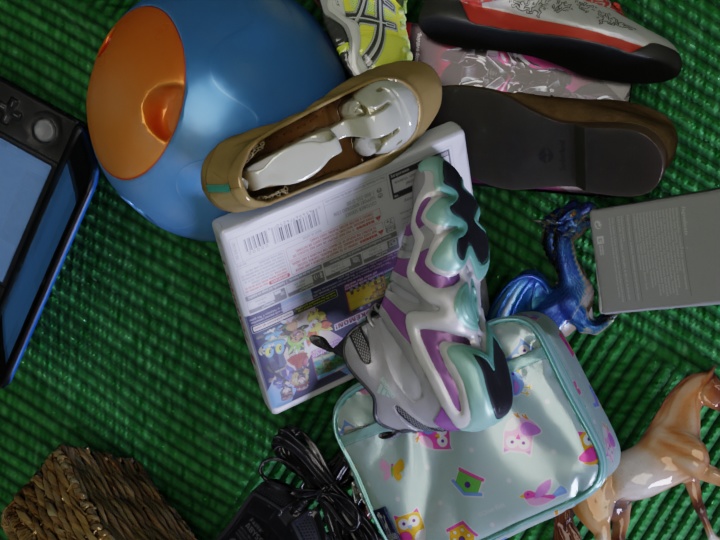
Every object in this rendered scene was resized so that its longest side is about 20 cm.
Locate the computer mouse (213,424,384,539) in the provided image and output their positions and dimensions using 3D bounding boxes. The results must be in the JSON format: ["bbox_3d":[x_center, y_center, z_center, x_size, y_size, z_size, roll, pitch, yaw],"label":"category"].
[{"bbox_3d":[-0.067,0.236,1.111,0.200,0.053,0.139,-49,65,20],"label":"computer mouse"}]

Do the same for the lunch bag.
[{"bbox_3d":[0.081,0.126,1.032,0.200,0.077,0.161,-28,87,20],"label":"lunch bag"}]

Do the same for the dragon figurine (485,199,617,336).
[{"bbox_3d":[0.135,0.035,1.079,0.099,0.059,0.200,43,103,4],"label":"dragon figurine"}]

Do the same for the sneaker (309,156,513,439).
[{"bbox_3d":[0.024,0.025,0.982,0.140,0.078,0.200,-14,75,26],"label":"sneaker"}]

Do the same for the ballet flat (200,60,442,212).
[{"bbox_3d":[-0.014,-0.089,0.936,0.200,0.063,0.069,-29,108,-21],"label":"ballet flat"}]

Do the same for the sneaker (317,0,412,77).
[{"bbox_3d":[0.009,-0.197,1.016,0.076,0.075,0.200,-25,87,3],"label":"sneaker"}]

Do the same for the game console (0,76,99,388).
[{"bbox_3d":[-0.298,-0.038,1.094,0.171,0.118,0.200,28,104,6],"label":"game console"}]

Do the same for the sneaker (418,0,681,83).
[{"bbox_3d":[0.151,-0.212,1.019,0.201,0.067,0.108,14,77,12],"label":"sneaker"}]

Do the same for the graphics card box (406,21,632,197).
[{"bbox_3d":[0.113,-0.128,1.077,0.200,0.051,0.126,7,94,6],"label":"graphics card box"}]

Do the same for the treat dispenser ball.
[{"bbox_3d":[-0.107,-0.122,1.032,0.201,0.201,0.201,1,94,8],"label":"treat dispenser ball"}]

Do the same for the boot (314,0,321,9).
[{"bbox_3d":[0.013,-0.320,1.071,0.200,0.064,0.186,-35,100,11],"label":"boot"}]

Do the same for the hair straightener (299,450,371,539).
[{"bbox_3d":[0.012,0.144,1.120,0.077,0.041,0.200,38,102,4],"label":"hair straightener"}]

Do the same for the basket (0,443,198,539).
[{"bbox_3d":[-0.211,0.258,1.072,0.149,0.143,0.200,-47,63,7],"label":"basket"}]

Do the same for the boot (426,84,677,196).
[{"bbox_3d":[0.141,-0.104,1.024,0.200,0.075,0.074,14,122,23],"label":"boot"}]

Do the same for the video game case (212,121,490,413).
[{"bbox_3d":[0.000,0.000,1.031,0.200,0.023,0.182,-24,129,-15],"label":"video game case"}]

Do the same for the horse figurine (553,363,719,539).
[{"bbox_3d":[0.229,0.180,1.079,0.200,0.050,0.133,-33,77,15],"label":"horse figurine"}]

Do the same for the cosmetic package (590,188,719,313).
[{"bbox_3d":[0.276,-0.020,0.974,0.200,0.107,0.090,-4,93,52],"label":"cosmetic package"}]
